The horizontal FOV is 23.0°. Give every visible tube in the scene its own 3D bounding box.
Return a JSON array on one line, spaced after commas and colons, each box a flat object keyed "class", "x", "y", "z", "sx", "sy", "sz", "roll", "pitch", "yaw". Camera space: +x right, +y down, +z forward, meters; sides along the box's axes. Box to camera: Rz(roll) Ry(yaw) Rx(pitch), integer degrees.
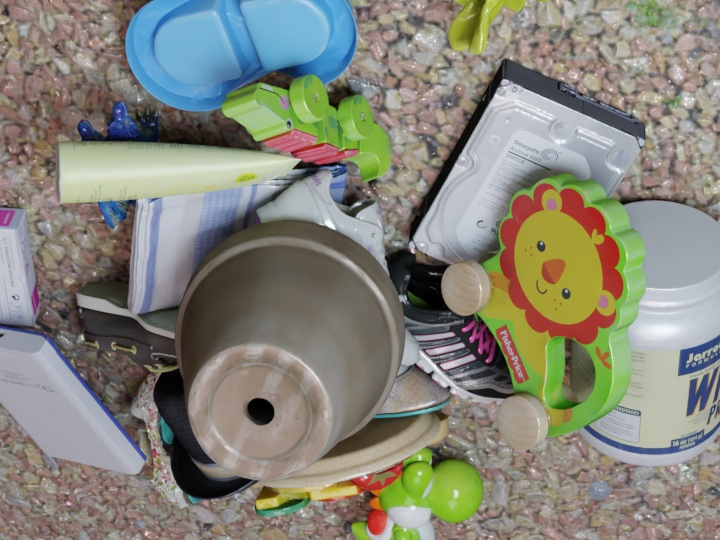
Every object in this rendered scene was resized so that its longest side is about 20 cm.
[{"class": "tube", "x": -0.152, "y": -0.083, "z": 1.464, "sx": 0.198, "sy": 0.058, "sz": 0.052, "roll": -2, "pitch": 125, "yaw": -14}]

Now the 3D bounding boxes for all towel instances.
[{"class": "towel", "x": -0.110, "y": -0.027, "z": 1.569, "sx": 0.198, "sy": 0.024, "sz": 0.148, "roll": -8, "pitch": 135, "yaw": -23}]

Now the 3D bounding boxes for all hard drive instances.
[{"class": "hard drive", "x": -0.306, "y": 0.124, "z": 1.721, "sx": 0.131, "sy": 0.026, "sz": 0.201, "roll": 8, "pitch": 145, "yaw": 33}, {"class": "hard drive", "x": 0.143, "y": -0.074, "z": 1.542, "sx": 0.138, "sy": 0.038, "sz": 0.201, "roll": 22, "pitch": 127, "yaw": -10}]

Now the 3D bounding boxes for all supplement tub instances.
[{"class": "supplement tub", "x": 0.257, "y": 0.055, "z": 1.557, "sx": 0.143, "sy": 0.146, "sz": 0.202, "roll": 2, "pitch": 129, "yaw": 7}]

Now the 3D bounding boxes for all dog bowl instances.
[{"class": "dog bowl", "x": -0.096, "y": -0.201, "z": 1.468, "sx": 0.198, "sy": 0.050, "sz": 0.112, "roll": -11, "pitch": 126, "yaw": 16}]

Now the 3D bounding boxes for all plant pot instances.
[{"class": "plant pot", "x": -0.070, "y": 0.081, "z": 1.445, "sx": 0.197, "sy": 0.174, "sz": 0.202, "roll": 3, "pitch": 111, "yaw": 7}]

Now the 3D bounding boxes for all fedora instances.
[{"class": "fedora", "x": -0.127, "y": 0.115, "z": 1.631, "sx": 0.200, "sy": 0.202, "sz": 0.091, "roll": -31, "pitch": 123, "yaw": 29}]

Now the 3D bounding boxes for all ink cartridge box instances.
[{"class": "ink cartridge box", "x": -0.409, "y": -0.009, "z": 1.674, "sx": 0.197, "sy": 0.042, "sz": 0.120, "roll": 2, "pitch": 130, "yaw": 3}]

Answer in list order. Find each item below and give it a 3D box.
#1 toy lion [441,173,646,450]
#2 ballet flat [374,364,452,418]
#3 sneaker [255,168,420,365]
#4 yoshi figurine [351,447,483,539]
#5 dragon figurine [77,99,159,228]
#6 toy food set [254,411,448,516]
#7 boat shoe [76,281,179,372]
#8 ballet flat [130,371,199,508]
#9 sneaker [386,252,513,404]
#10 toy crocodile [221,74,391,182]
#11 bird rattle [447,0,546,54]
[{"class": "toy lion", "x": 0.169, "y": 0.029, "z": 1.483, "sx": 0.191, "sy": 0.068, "sz": 0.202, "roll": -30, "pitch": 80, "yaw": 45}, {"class": "ballet flat", "x": -0.010, "y": 0.104, "z": 1.674, "sx": 0.198, "sy": 0.068, "sz": 0.068, "roll": -7, "pitch": 107, "yaw": 27}, {"class": "sneaker", "x": 0.000, "y": 0.000, "z": 1.544, "sx": 0.099, "sy": 0.075, "sz": 0.200, "roll": -41, "pitch": 111, "yaw": 1}, {"class": "yoshi figurine", "x": 0.069, "y": 0.253, "z": 1.764, "sx": 0.111, "sy": 0.112, "sz": 0.201, "roll": -25, "pitch": 146, "yaw": -29}, {"class": "dragon figurine", "x": -0.197, "y": -0.074, "z": 1.552, "sx": 0.058, "sy": 0.100, "sz": 0.201, "roll": -4, "pitch": 128, "yaw": 12}, {"class": "toy food set", "x": -0.018, "y": 0.169, "z": 1.667, "sx": 0.196, "sy": 0.200, "sz": 0.049, "roll": -10, "pitch": 104, "yaw": 12}, {"class": "boat shoe", "x": -0.187, "y": 0.059, "z": 1.623, "sx": 0.200, "sy": 0.071, "sz": 0.061, "roll": 16, "pitch": 113, "yaw": 45}, {"class": "ballet flat", "x": -0.196, "y": 0.155, "z": 1.757, "sx": 0.063, "sy": 0.076, "sz": 0.202, "roll": 14, "pitch": 128, "yaw": 23}, {"class": "sneaker", "x": 0.088, "y": 0.050, "z": 1.624, "sx": 0.199, "sy": 0.074, "sz": 0.088, "roll": 32, "pitch": 132, "yaw": -11}, {"class": "toy crocodile", "x": -0.042, "y": -0.118, "z": 1.470, "sx": 0.067, "sy": 0.063, "sz": 0.199, "roll": -13, "pitch": 166, "yaw": 28}, {"class": "bird rattle", "x": 0.076, "y": -0.272, "z": 1.358, "sx": 0.161, "sy": 0.113, "sz": 0.202, "roll": 16, "pitch": 128, "yaw": 17}]
